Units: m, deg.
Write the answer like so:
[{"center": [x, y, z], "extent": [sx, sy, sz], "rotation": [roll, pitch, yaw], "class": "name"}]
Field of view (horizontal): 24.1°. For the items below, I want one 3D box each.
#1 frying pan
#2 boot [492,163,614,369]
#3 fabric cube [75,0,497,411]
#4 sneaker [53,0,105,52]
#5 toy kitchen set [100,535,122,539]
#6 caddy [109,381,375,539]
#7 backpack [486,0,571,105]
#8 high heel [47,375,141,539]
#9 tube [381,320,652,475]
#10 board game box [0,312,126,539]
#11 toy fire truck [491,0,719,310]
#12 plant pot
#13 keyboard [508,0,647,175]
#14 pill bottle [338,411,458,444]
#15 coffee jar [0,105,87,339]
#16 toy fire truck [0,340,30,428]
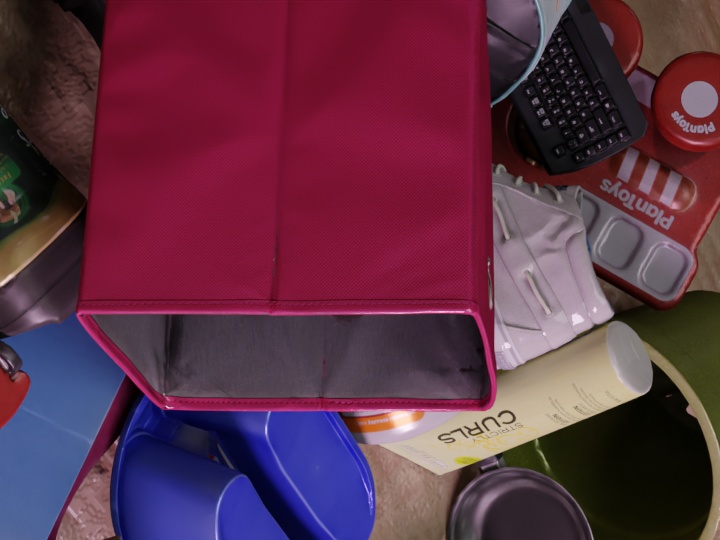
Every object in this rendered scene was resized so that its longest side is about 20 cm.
[{"center": [0.092, 0.168, 1.207], "extent": [0.115, 0.190, 0.031], "rotation": [-49, 162, 25], "class": "frying pan"}, {"center": [0.102, -0.039, 1.118], "extent": [0.074, 0.095, 0.201], "rotation": [42, 27, -66], "class": "boot"}, {"center": [-0.027, -0.044, 0.893], "extent": [0.196, 0.198, 0.201], "rotation": [72, 19, -70], "class": "fabric cube"}, {"center": [-0.179, -0.191, 0.957], "extent": [0.081, 0.073, 0.201], "rotation": [-29, 114, -8], "class": "sneaker"}, {"center": [-0.198, 0.265, 0.857], "extent": [0.198, 0.181, 0.165], "rotation": [-15, 105, -4], "class": "toy kitchen set"}, {"center": [-0.077, 0.139, 1.033], "extent": [0.142, 0.104, 0.201], "rotation": [-61, 143, -29], "class": "caddy"}, {"center": [0.035, -0.197, 1.029], "extent": [0.200, 0.175, 0.153], "rotation": [48, 43, -8], "class": "backpack"}, {"center": [-0.167, 0.137, 0.987], "extent": [0.095, 0.067, 0.202], "rotation": [12, 74, -29], "class": "high heel"}, {"center": [0.102, 0.094, 1.130], "extent": [0.058, 0.199, 0.052], "rotation": [59, 35, -5], "class": "tube"}, {"center": [-0.221, 0.068, 0.929], "extent": [0.157, 0.039, 0.201], "rotation": [26, 61, -6], "class": "board game box"}, {"center": [0.170, -0.087, 1.184], "extent": [0.199, 0.112, 0.169], "rotation": [29, 86, 5], "class": "toy fire truck"}, {"center": [0.217, 0.099, 1.236], "extent": [0.189, 0.199, 0.202], "rotation": [-27, 111, -48], "class": "plant pot"}, {"center": [0.105, -0.157, 1.126], "extent": [0.201, 0.104, 0.040], "rotation": [65, 16, 12], "class": "keyboard"}, {"center": [0.000, 0.000, 1.078], "extent": [0.113, 0.113, 0.201], "rotation": [-34, 114, -31], "class": "pill bottle"}, {"center": [-0.218, -0.054, 0.876], "extent": [0.085, 0.104, 0.200], "rotation": [-46, 106, -25], "class": "coffee jar"}, {"center": [-0.265, -0.003, 0.858], "extent": [0.049, 0.140, 0.201], "rotation": [-49, 130, -25], "class": "toy fire truck"}]
